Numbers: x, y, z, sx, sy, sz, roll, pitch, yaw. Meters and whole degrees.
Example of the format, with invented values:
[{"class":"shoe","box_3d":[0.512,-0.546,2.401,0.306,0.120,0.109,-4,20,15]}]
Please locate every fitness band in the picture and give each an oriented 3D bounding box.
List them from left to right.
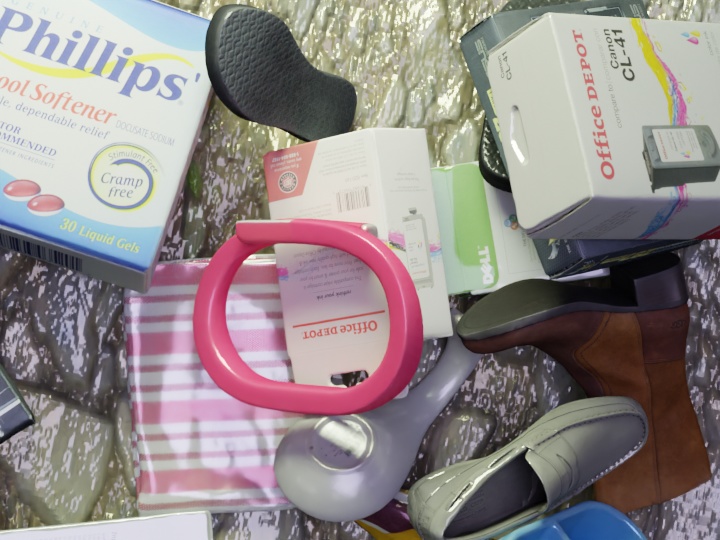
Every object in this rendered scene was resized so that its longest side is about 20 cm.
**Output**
[{"class":"fitness band","box_3d":[-0.041,0.034,1.593,0.199,0.037,0.144,3,96,34]}]

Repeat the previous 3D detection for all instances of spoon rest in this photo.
[{"class":"spoon rest","box_3d":[0.020,0.116,1.655,0.200,0.061,0.099,-41,63,-20]}]

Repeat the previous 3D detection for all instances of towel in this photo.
[{"class":"towel","box_3d":[-0.108,0.089,1.669,0.146,0.030,0.201,-4,87,-7]}]

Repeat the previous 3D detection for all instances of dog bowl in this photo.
[{"class":"dog bowl","box_3d":[0.155,0.234,1.617,0.050,0.200,0.112,-46,70,35]}]

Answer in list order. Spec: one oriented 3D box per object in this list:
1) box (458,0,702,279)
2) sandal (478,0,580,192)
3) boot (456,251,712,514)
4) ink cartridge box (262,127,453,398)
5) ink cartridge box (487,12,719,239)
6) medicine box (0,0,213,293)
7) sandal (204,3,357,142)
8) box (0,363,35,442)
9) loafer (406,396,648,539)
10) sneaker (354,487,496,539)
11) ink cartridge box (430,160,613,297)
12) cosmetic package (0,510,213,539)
[{"class":"box","box_3d":[0.177,-0.104,1.628,0.157,0.051,0.201,-13,77,-37]},{"class":"sandal","box_3d":[0.129,-0.141,1.691,0.075,0.048,0.201,15,58,4]},{"class":"boot","box_3d":[0.175,0.099,1.674,0.188,0.068,0.201,-17,113,-18]},{"class":"ink cartridge box","box_3d":[0.000,0.000,1.630,0.067,0.116,0.201,-3,85,-49]},{"class":"ink cartridge box","box_3d":[0.205,-0.102,1.560,0.199,0.086,0.148,-1,71,-35]},{"class":"medicine box","box_3d":[-0.215,-0.109,1.618,0.182,0.103,0.201,18,78,-4]},{"class":"sandal","box_3d":[-0.068,-0.141,1.622,0.043,0.200,0.076,19,82,29]},{"class":"box","box_3d":[-0.375,0.084,1.589,0.196,0.124,0.200,-34,91,-10]},{"class":"loafer","box_3d":[0.132,0.155,1.608,0.200,0.070,0.070,-26,113,-12]},{"class":"sneaker","box_3d":[0.062,0.238,1.660,0.200,0.075,0.090,29,78,-4]},{"class":"ink cartridge box","box_3d":[0.119,-0.036,1.692,0.199,0.059,0.104,-9,88,-8]},{"class":"cosmetic package","box_3d":[-0.210,0.226,1.609,0.199,0.102,0.074,-4,81,-6]}]
